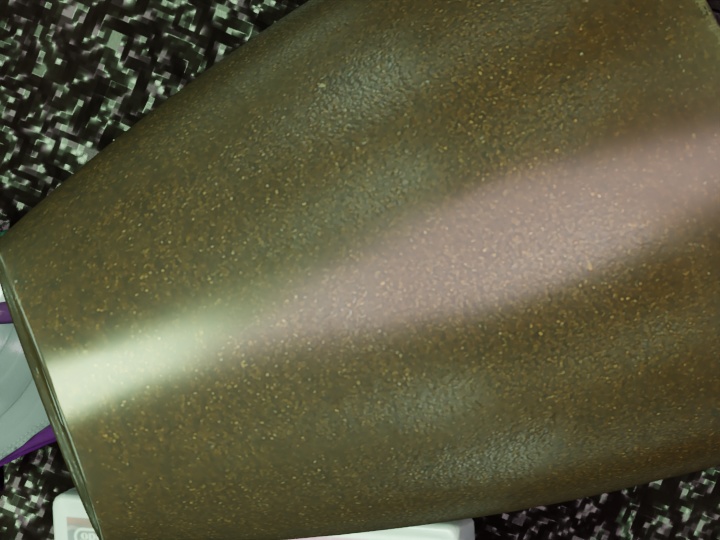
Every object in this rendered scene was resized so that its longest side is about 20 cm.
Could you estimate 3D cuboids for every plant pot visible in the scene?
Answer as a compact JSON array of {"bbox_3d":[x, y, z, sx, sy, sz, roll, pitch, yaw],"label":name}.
[{"bbox_3d":[0.000,0.000,0.746,0.199,0.187,0.188,-20,98,-10],"label":"plant pot"}]

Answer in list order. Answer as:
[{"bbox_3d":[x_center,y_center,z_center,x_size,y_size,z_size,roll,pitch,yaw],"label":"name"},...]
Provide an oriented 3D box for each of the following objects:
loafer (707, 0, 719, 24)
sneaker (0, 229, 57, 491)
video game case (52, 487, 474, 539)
[{"bbox_3d":[0.108,-0.089,0.724,0.071,0.063,0.201,-15,109,8],"label":"loafer"},{"bbox_3d":[-0.147,0.030,0.814,0.198,0.074,0.088,4,102,-5],"label":"sneaker"},{"bbox_3d":[-0.029,0.172,0.805,0.142,0.018,0.202,2,99,24],"label":"video game case"}]
